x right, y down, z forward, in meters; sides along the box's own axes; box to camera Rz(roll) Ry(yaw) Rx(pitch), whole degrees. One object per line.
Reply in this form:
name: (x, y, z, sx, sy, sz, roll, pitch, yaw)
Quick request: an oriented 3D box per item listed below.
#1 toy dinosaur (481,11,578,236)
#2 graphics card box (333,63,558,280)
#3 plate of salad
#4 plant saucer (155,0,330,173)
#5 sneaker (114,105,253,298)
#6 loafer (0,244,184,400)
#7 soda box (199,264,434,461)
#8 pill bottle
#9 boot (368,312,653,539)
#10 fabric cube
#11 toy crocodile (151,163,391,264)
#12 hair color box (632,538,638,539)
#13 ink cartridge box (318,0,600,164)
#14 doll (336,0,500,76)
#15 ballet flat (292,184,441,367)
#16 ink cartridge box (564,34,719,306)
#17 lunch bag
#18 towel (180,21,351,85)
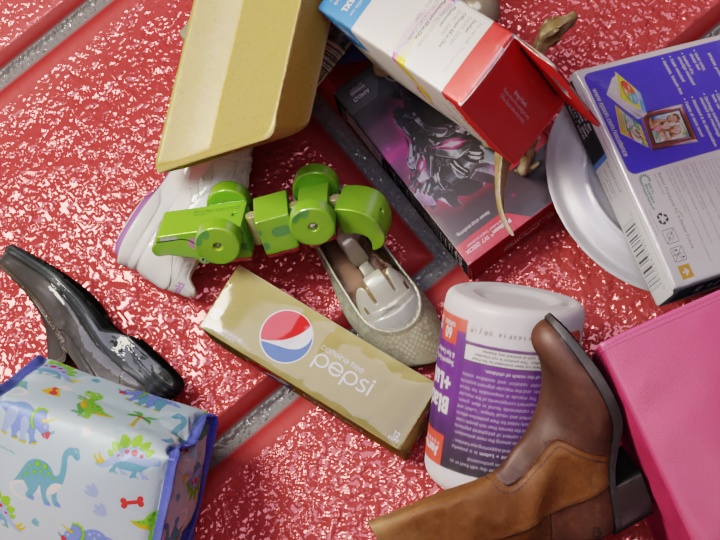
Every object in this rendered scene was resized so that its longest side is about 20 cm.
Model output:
toy dinosaur: (0.123, -0.116, 1.261, 0.058, 0.101, 0.201, 16, 76, 7)
graphics card box: (0.084, -0.108, 1.342, 0.125, 0.051, 0.200, -36, 74, -3)
plate of salad: (0.243, -0.070, 1.303, 0.199, 0.048, 0.201, 6, 67, -15)
plant saucer: (-0.083, -0.177, 1.256, 0.048, 0.200, 0.201, 20, 75, -30)
sneaker: (-0.123, -0.068, 1.355, 0.099, 0.075, 0.200, 35, 87, -1)
loafer: (-0.244, 0.057, 1.330, 0.200, 0.073, 0.072, 41, 88, 15)
soda box: (-0.031, 0.077, 1.300, 0.200, 0.068, 0.064, 30, 81, 12)
pill bottle: (0.110, 0.117, 1.230, 0.111, 0.111, 0.201, 8, 100, 9)
boot: (0.097, 0.146, 1.152, 0.199, 0.069, 0.189, -24, 119, -2)
fabric cube: (0.301, 0.123, 1.183, 0.196, 0.200, 0.200, -24, 77, -2)
toy crocodile: (-0.074, -0.037, 1.281, 0.199, 0.062, 0.068, -10, 37, 9)
hair color box: (0.173, 0.255, 1.164, 0.099, 0.200, 0.061, -29, 75, -1)
ink cartridge box: (0.075, -0.155, 1.175, 0.200, 0.116, 0.067, 39, 92, 33)
doll: (0.028, -0.214, 1.326, 0.199, 0.048, 0.137, -2, 54, 35)
ballet flat: (0.000, 0.000, 1.318, 0.067, 0.062, 0.200, -36, 75, -3)
ink cartridge box: (0.289, -0.091, 1.275, 0.199, 0.043, 0.199, -16, 74, -21)
lunch bag: (-0.222, 0.193, 1.268, 0.169, 0.127, 0.201, 17, 108, 11)
towel: (-0.048, -0.248, 1.359, 0.200, 0.035, 0.193, 30, 83, 45)
